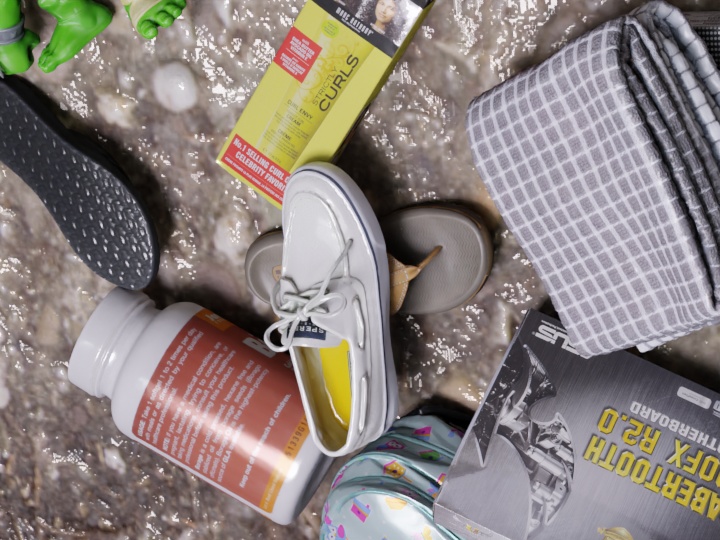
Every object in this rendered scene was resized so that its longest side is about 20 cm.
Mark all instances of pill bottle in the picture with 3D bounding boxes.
[{"bbox_3d":[-0.112,0.094,1.321,0.199,0.112,0.113,29,121,8],"label":"pill bottle"}]

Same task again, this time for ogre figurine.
[{"bbox_3d":[-0.200,-0.213,1.232,0.199,0.098,0.120,-5,130,41],"label":"ogre figurine"}]

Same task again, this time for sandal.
[{"bbox_3d":[0.000,0.000,1.263,0.198,0.055,0.082,-1,113,24],"label":"sandal"},{"bbox_3d":[-0.210,-0.072,1.331,0.201,0.048,0.075,48,124,12],"label":"sandal"}]

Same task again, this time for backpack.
[{"bbox_3d":[0.072,0.196,1.282,0.200,0.127,0.167,41,126,5],"label":"backpack"}]

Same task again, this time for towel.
[{"bbox_3d":[0.164,-0.047,1.108,0.165,0.085,0.201,-27,89,54],"label":"towel"}]

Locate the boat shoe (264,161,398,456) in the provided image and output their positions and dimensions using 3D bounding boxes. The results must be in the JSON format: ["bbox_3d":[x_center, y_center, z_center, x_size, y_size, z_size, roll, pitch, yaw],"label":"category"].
[{"bbox_3d":[-0.029,0.032,1.208,0.074,0.086,0.204,3,109,30],"label":"boat shoe"}]

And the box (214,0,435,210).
[{"bbox_3d":[-0.021,-0.136,1.211,0.075,0.050,0.200,36,123,2],"label":"box"}]

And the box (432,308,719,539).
[{"bbox_3d":[0.169,0.138,1.198,0.199,0.159,0.048,25,158,12],"label":"box"}]

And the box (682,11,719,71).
[{"bbox_3d":[0.288,-0.065,1.113,0.198,0.048,0.195,4,113,23],"label":"box"}]
